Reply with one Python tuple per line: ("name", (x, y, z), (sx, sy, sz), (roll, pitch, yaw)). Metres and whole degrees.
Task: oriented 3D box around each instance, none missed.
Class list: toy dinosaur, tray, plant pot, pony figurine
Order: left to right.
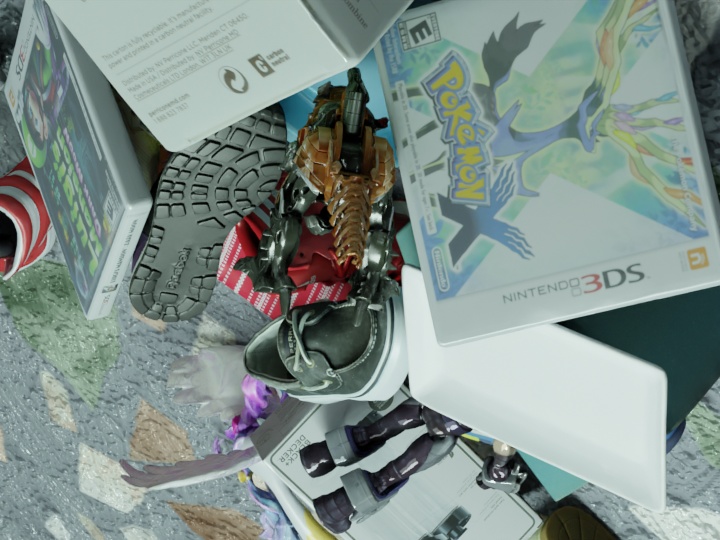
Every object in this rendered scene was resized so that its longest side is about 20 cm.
("pony figurine", (-0.069, 0.136, 1.639), (0.192, 0.167, 0.201), (-14, 125, 22))
("toy dinosaur", (-0.019, -0.047, 1.259), (0.101, 0.200, 0.137), (17, 112, 11))
("tray", (0.109, 0.066, 1.276), (0.199, 0.022, 0.108), (23, 133, 35))
("plant pot", (0.131, 0.010, 1.335), (0.200, 0.141, 0.141), (48, 143, -1))

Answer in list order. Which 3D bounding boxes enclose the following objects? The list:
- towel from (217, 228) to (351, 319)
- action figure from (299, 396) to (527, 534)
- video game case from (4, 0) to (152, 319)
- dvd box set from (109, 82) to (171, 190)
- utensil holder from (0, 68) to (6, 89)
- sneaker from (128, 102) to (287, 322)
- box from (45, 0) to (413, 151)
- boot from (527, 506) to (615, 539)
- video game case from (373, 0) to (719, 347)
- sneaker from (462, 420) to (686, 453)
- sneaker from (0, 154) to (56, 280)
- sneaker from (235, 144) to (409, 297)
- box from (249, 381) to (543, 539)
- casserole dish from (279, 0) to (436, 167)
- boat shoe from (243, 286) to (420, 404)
("towel", (-0.088, -0.029, 1.575), (0.199, 0.023, 0.145), (36, 144, 5))
("action figure", (0.052, 0.104, 1.435), (0.199, 0.069, 0.131), (-30, 64, 20))
("video game case", (-0.204, -0.091, 1.479), (0.201, 0.023, 0.182), (67, 156, 19))
("dvd box set", (-0.178, -0.134, 1.506), (0.146, 0.029, 0.201), (45, 147, 24))
("utensil holder", (-0.389, -0.170, 1.569), (0.169, 0.170, 0.200), (-20, 115, 49))
("sneaker", (-0.113, -0.063, 1.431), (0.075, 0.088, 0.201), (16, 131, -22))
("box", (-0.076, -0.215, 1.251), (0.200, 0.172, 0.198), (50, 142, -16))
("boot", (0.175, 0.285, 1.626), (0.200, 0.072, 0.154), (49, 142, -3))
("video game case", (0.109, -0.072, 1.221), (0.181, 0.022, 0.202), (-14, 85, 19))
("sneaker", (0.131, 0.086, 1.461), (0.199, 0.074, 0.083), (11, 132, 31))
("sneaker", (-0.287, -0.030, 1.667), (0.071, 0.113, 0.200), (42, 143, -2))
("sneaker", (0.000, 0.000, 1.448), (0.199, 0.116, 0.079), (28, 141, 18))
("box", (0.027, 0.157, 1.558), (0.200, 0.117, 0.060), (43, 179, -18))
("casserole dish", (0.017, -0.123, 1.352), (0.121, 0.039, 0.199), (36, 147, -29))
("boat shoe", (-0.024, 0.056, 1.416), (0.070, 0.073, 0.200), (9, 161, -23))
